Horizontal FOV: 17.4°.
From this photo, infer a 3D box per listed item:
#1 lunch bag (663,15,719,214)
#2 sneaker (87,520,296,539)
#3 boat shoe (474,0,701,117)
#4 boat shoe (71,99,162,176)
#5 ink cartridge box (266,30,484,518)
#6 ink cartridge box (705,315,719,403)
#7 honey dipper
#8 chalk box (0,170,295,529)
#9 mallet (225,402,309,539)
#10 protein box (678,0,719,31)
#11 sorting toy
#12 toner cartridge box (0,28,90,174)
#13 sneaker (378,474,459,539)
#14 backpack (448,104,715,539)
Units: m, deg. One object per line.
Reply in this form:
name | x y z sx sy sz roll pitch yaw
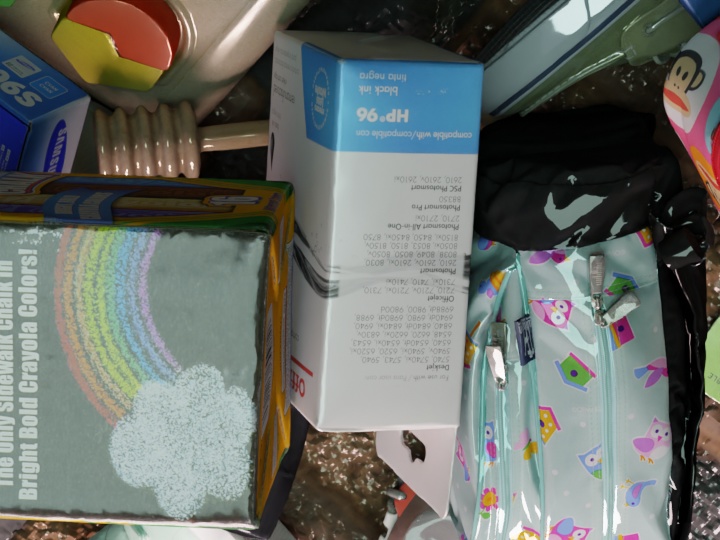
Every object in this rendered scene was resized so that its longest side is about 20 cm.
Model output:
lunch bag | 0.229 -0.082 0.962 0.200 0.082 0.176 -35 125 4
sneaker | -0.115 0.124 1.157 0.118 0.074 0.201 -20 123 17
boat shoe | 0.136 -0.127 1.066 0.200 0.072 0.062 -38 101 13
boat shoe | -0.107 -0.009 1.129 0.200 0.076 0.060 43 152 -2
ink cartridge box | 0.000 0.000 1.043 0.068 0.116 0.201 0 101 -16
ink cartridge box | 0.266 0.021 1.107 0.148 0.076 0.200 32 108 -7
honey dipper | -0.024 -0.068 1.100 0.199 0.038 0.038 -8 110 -8
chalk box | -0.131 0.027 0.969 0.199 0.124 0.125 4 101 4
mallet | -0.115 0.052 1.062 0.200 0.041 0.066 29 80 -13
protein box | 0.153 -0.240 0.934 0.200 0.135 0.199 -38 135 8
sorting toy | -0.117 -0.149 1.040 0.200 0.037 0.185 28 136 -19
toner cartridge box | -0.193 -0.019 1.090 0.095 0.043 0.200 35 128 19
sneaker | 0.035 0.140 1.180 0.200 0.077 0.082 -40 89 8
backpack | 0.095 0.036 1.072 0.126 0.167 0.201 -2 106 4
